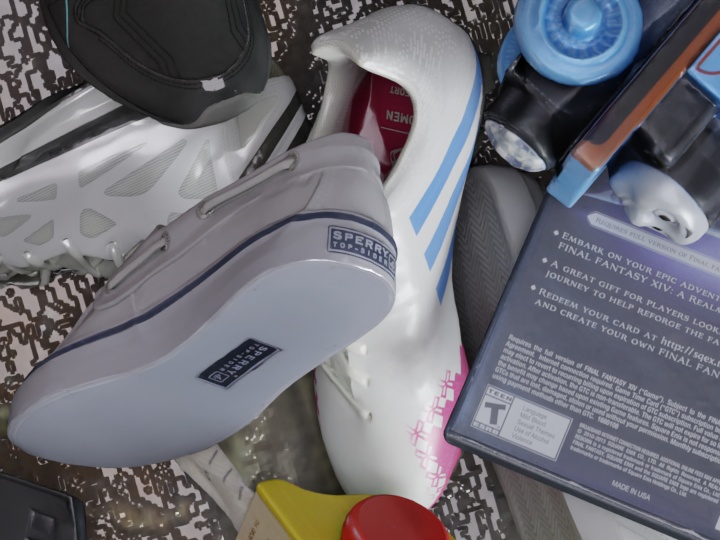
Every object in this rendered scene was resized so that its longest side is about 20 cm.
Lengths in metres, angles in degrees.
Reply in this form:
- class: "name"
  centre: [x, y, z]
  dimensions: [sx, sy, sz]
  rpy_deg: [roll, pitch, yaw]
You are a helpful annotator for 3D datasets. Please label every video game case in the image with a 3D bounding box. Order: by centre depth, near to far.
- class: "video game case"
  centre: [0.134, -0.001, 0.992]
  dimensions: [0.142, 0.019, 0.201]
  rpy_deg: [22, 76, 7]

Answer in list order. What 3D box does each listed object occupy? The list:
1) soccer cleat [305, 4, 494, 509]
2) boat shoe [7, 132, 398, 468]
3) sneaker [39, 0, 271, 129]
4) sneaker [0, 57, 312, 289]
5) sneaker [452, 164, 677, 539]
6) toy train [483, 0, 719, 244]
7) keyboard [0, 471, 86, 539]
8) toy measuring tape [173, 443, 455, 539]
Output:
- class: "soccer cleat"
  centre: [0.000, 0.000, 1.008]
  dimensions: [0.070, 0.086, 0.201]
  rpy_deg: [11, 103, 36]
- class: "boat shoe"
  centre: [-0.057, 0.014, 0.974]
  dimensions: [0.073, 0.200, 0.066]
  rpy_deg: [27, 50, -36]
- class: "sneaker"
  centre: [-0.096, -0.140, 0.983]
  dimensions: [0.075, 0.079, 0.200]
  rpy_deg: [-27, 68, -13]
- class: "sneaker"
  centre: [-0.100, -0.008, 1.022]
  dimensions: [0.200, 0.076, 0.116]
  rpy_deg: [-33, 91, -4]
- class: "sneaker"
  centre: [0.109, 0.048, 1.046]
  dimensions: [0.115, 0.074, 0.201]
  rpy_deg: [-13, 81, -23]
- class: "toy train"
  centre: [0.135, -0.099, 0.967]
  dimensions: [0.114, 0.087, 0.200]
  rpy_deg: [40, 79, 5]
- class: "keyboard"
  centre: [-0.194, 0.081, 1.034]
  dimensions: [0.199, 0.040, 0.105]
  rpy_deg: [18, 97, 10]
- class: "toy measuring tape"
  centre: [-0.014, 0.095, 1.014]
  dimensions: [0.073, 0.074, 0.200]
  rpy_deg: [-40, 55, -1]
